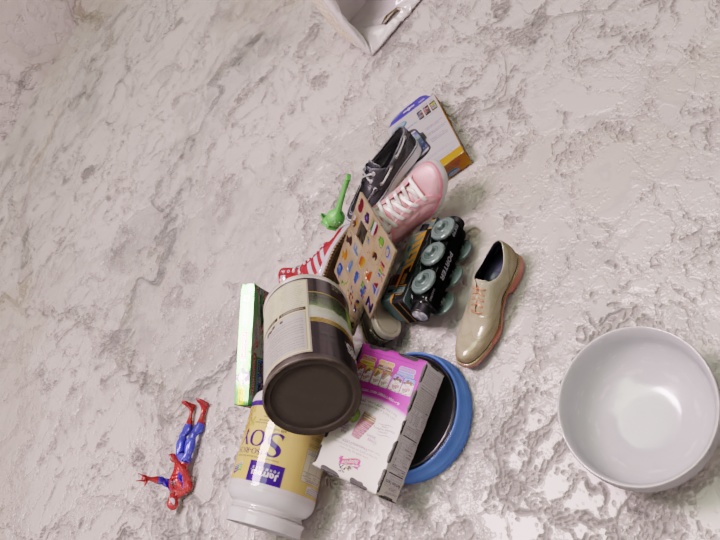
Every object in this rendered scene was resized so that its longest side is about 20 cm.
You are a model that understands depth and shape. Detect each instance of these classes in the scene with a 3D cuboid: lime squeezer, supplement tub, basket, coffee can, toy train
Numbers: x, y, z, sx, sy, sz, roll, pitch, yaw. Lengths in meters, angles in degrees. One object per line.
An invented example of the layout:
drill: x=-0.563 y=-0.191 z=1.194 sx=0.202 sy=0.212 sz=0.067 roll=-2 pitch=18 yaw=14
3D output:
lime squeezer: x=-0.055 y=-0.108 z=1.386 sx=0.200 sy=0.037 sz=0.073 roll=135 pitch=127 yaw=-67
supplement tub: x=-0.128 y=0.308 z=1.174 sx=0.143 sy=0.145 sz=0.204 roll=-3 pitch=62 yaw=36
basket: x=0.000 y=-0.625 z=1.614 sx=0.199 sy=0.199 sz=0.161 roll=-48 pitch=40 yaw=2
coffee can: x=-0.079 y=0.123 z=1.124 sx=0.145 sy=0.147 sz=0.202 roll=-34 pitch=32 yaw=16
toy train: x=0.109 y=-0.004 z=1.215 sx=0.112 sy=0.085 sz=0.203 roll=-9 pitch=48 yaw=44

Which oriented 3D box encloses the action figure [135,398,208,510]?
action figure: x=-0.347 y=0.335 z=1.368 sx=0.064 sy=0.099 sz=0.205 roll=-13 pitch=59 yaw=32

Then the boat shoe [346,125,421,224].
boat shoe: x=0.031 y=-0.172 z=1.339 sx=0.201 sy=0.068 sz=0.071 roll=-51 pitch=42 yaw=-2

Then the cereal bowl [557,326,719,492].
cereal bowl: x=0.351 y=0.179 z=0.920 sx=0.196 sy=0.083 sz=0.204 roll=-20 pitch=53 yaw=28

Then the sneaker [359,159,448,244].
sneaker: x=0.066 y=-0.101 z=1.250 sx=0.076 sy=0.103 sz=0.201 roll=54 pitch=136 yaw=14

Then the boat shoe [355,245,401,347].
boat shoe: x=0.022 y=0.043 z=1.274 sx=0.060 sy=0.070 sz=0.204 roll=-51 pitch=39 yaw=41

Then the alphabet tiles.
alphabet tiles: x=0.000 y=0.000 z=1.239 sx=0.168 sy=0.007 sz=0.203 roll=-118 pitch=39 yaw=-47

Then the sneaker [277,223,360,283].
sneaker: x=-0.084 y=-0.009 z=1.386 sx=0.111 sy=0.071 sz=0.203 roll=23 pitch=82 yaw=40

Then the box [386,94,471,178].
box: x=0.123 y=-0.243 z=1.390 sx=0.118 sy=0.041 sz=0.203 roll=-33 pitch=46 yaw=18

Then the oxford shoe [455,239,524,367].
oxford shoe: x=0.185 y=0.048 z=1.136 sx=0.070 sy=0.074 sz=0.204 roll=10 pitch=70 yaw=41

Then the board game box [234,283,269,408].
board game box: x=-0.175 y=0.138 z=1.293 sx=0.028 sy=0.135 sz=0.206 roll=-3 pitch=74 yaw=16

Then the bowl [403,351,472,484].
bowl: x=0.078 y=0.222 z=1.140 sx=0.197 sy=0.039 sz=0.205 roll=-19 pitch=54 yaw=28

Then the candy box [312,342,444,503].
candy box: x=0.028 y=0.225 z=1.107 sx=0.134 sy=0.061 sz=0.204 roll=11 pitch=71 yaw=43
